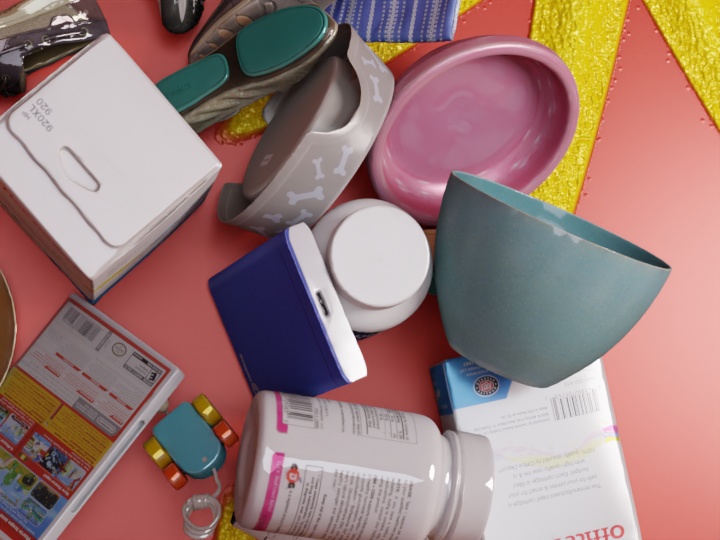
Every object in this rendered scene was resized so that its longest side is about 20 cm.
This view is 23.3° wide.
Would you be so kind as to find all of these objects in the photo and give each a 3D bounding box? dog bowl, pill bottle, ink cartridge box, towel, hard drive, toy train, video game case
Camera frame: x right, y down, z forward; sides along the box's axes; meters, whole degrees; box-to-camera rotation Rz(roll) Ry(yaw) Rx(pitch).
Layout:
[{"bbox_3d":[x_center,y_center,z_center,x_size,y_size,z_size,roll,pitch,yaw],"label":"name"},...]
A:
[{"bbox_3d":[-0.044,-0.112,1.494,0.058,0.200,0.201,32,80,-16],"label":"dog bowl"},{"bbox_3d":[0.000,0.000,1.481,0.110,0.200,0.112,1,83,-9],"label":"pill bottle"},{"bbox_3d":[-0.219,-0.080,1.454,0.145,0.200,0.147,-42,92,-11],"label":"ink cartridge box"},{"bbox_3d":[0.004,-0.273,1.545,0.199,0.024,0.146,5,82,31],"label":"towel"},{"bbox_3d":[-0.065,0.045,1.466,0.025,0.200,0.133,-21,87,-25],"label":"hard drive"},{"bbox_3d":[0.003,0.169,1.434,0.198,0.113,0.114,10,82,-11],"label":"pill bottle"},{"bbox_3d":[-0.198,0.168,1.491,0.198,0.056,0.151,7,70,16],"label":"toy train"},{"bbox_3d":[-0.260,0.131,1.479,0.143,0.017,0.200,32,78,32],"label":"video game case"},{"bbox_3d":[0.154,0.166,1.547,0.143,0.085,0.202,-11,84,-9],"label":"ink cartridge box"}]

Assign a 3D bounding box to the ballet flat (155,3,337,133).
[{"bbox_3d":[-0.097,-0.173,1.519,0.199,0.062,0.068,-22,62,22],"label":"ballet flat"}]

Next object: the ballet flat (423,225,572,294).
[{"bbox_3d":[0.138,-0.025,1.577,0.198,0.069,0.063,-6,51,-17],"label":"ballet flat"}]

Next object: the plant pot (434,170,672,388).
[{"bbox_3d":[0.141,0.018,1.453,0.199,0.200,0.136,22,99,-6],"label":"plant pot"}]

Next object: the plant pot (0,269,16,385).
[{"bbox_3d":[-0.397,0.051,1.500,0.198,0.027,0.202,1,83,-9],"label":"plant pot"}]

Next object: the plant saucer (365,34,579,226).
[{"bbox_3d":[0.094,-0.130,1.538,0.199,0.201,0.051,-16,47,-11],"label":"plant saucer"}]

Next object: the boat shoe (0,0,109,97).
[{"bbox_3d":[-0.310,-0.184,1.518,0.199,0.072,0.065,-32,85,-17],"label":"boat shoe"}]

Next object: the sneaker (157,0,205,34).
[{"bbox_3d":[-0.188,-0.305,1.559,0.079,0.074,0.202,-12,81,4],"label":"sneaker"}]

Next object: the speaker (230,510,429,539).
[{"bbox_3d":[-0.008,0.232,1.516,0.199,0.081,0.082,28,80,-5],"label":"speaker"}]

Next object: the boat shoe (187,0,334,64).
[{"bbox_3d":[-0.074,-0.244,1.543,0.200,0.074,0.074,-36,131,20],"label":"boat shoe"}]
